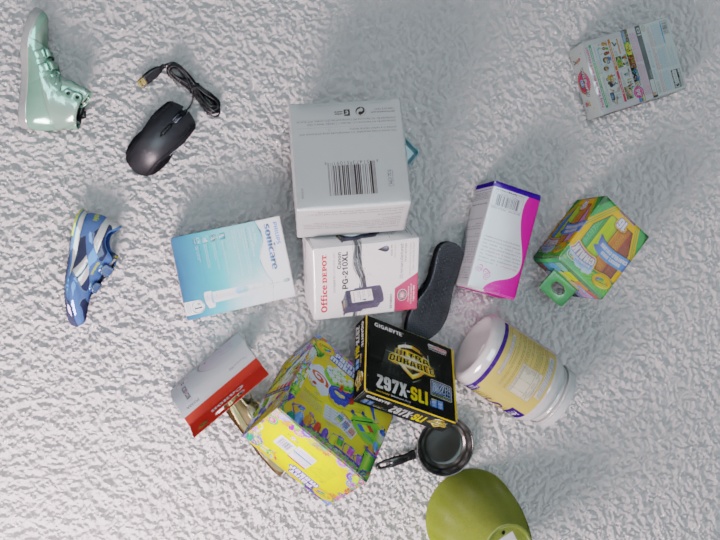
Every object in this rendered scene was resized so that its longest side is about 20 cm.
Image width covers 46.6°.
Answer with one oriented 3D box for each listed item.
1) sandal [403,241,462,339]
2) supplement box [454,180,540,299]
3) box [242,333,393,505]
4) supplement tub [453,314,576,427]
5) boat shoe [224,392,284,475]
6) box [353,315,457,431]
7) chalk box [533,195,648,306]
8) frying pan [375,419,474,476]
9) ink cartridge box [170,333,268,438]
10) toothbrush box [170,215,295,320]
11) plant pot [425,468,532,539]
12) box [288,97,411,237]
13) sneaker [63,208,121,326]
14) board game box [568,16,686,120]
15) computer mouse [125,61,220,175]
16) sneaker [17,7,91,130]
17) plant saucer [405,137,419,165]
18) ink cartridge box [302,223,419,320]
[{"bbox_3d":[0.141,0.043,1.597,0.075,0.043,0.202,26,86,-19],"label":"sandal"},{"bbox_3d":[0.256,-0.055,1.590,0.100,0.103,0.203,16,86,-12],"label":"supplement box"},{"bbox_3d":[-0.065,0.259,1.465,0.200,0.122,0.193,41,40,-10],"label":"box"},{"bbox_3d":[0.291,0.192,1.579,0.199,0.145,0.147,32,84,-11],"label":"supplement tub"},{"bbox_3d":[-0.186,0.278,1.517,0.062,0.073,0.201,-38,109,-15],"label":"boat shoe"},{"bbox_3d":[0.081,0.188,1.519,0.198,0.049,0.161,23,48,-23],"label":"box"},{"bbox_3d":[0.430,-0.026,1.617,0.124,0.124,0.201,39,83,-10],"label":"chalk box"},{"bbox_3d":[0.132,0.358,1.604,0.189,0.031,0.116,-36,98,-6],"label":"frying pan"},{"bbox_3d":[-0.245,0.191,1.431,0.162,0.200,0.057,-40,101,-9],"label":"ink cartridge box"},{"bbox_3d":[-0.227,-0.005,1.491,0.197,0.085,0.149,-13,93,-11],"label":"toothbrush box"},{"bbox_3d":[0.236,0.485,1.543,0.184,0.200,0.190,0,91,-12],"label":"plant pot"},{"bbox_3d":[-0.021,-0.176,1.446,0.196,0.131,0.203,-4,72,-5],"label":"box"},{"bbox_3d":[-0.465,-0.001,1.446,0.081,0.074,0.203,9,90,-14],"label":"sneaker"},{"bbox_3d":[0.532,-0.401,1.666,0.197,0.064,0.150,-18,94,-13],"label":"board game box"},{"bbox_3d":[-0.356,-0.275,1.479,0.200,0.046,0.141,-44,100,-8],"label":"computer mouse"},{"bbox_3d":[-0.514,-0.338,1.428,0.116,0.074,0.204,5,99,-6],"label":"sneaker"},{"bbox_3d":[0.025,-0.172,1.580,0.070,0.019,0.201,41,83,-10],"label":"plant saucer"},{"bbox_3d":[0.000,0.000,1.519,0.197,0.085,0.147,-6,116,-13],"label":"ink cartridge box"}]
